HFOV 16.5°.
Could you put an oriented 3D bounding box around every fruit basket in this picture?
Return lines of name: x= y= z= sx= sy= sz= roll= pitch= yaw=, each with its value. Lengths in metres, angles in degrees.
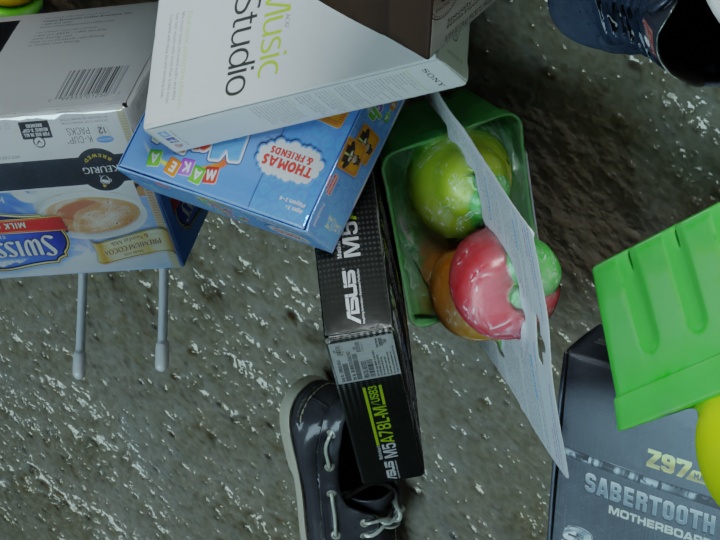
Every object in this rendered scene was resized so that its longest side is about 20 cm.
fruit basket: x=0.079 y=-0.008 z=1.430 sx=0.200 sy=0.093 sz=0.186 roll=-128 pitch=21 yaw=-50
fruit basket: x=0.231 y=0.054 z=1.314 sx=0.215 sy=0.155 sz=0.217 roll=32 pitch=134 yaw=40

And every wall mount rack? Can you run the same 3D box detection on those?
wall mount rack: x=-0.199 y=-0.013 z=1.821 sx=0.199 sy=0.075 sz=0.174 roll=-7 pitch=119 yaw=53

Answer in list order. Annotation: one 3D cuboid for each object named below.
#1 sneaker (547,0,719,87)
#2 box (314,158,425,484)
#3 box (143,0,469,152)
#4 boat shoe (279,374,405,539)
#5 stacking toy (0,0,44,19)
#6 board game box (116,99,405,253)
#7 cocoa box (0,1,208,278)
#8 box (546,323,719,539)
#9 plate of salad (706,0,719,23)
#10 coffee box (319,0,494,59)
sneaker: x=0.159 y=-0.131 z=1.274 sx=0.199 sy=0.084 sz=0.075 roll=2 pitch=126 yaw=49
box: x=0.000 y=0.000 z=1.481 sx=0.200 sy=0.047 sz=0.194 roll=77 pitch=-177 yaw=-61
box: x=-0.027 y=-0.154 z=1.373 sx=0.199 sy=0.145 sz=0.036 roll=-11 pitch=153 yaw=31
boat shoe: x=-0.003 y=0.170 z=1.786 sx=0.063 sy=0.073 sz=0.201 roll=14 pitch=129 yaw=45
stacking toy: x=-0.245 y=-0.197 z=1.696 sx=0.085 sy=0.085 sz=0.200 roll=39 pitch=139 yaw=13
board game box: x=-0.037 y=-0.123 z=1.416 sx=0.151 sy=0.201 sz=0.037 roll=19 pitch=168 yaw=37
cocoa box: x=-0.205 y=-0.084 z=1.640 sx=0.199 sy=0.134 sz=0.132 roll=-3 pitch=126 yaw=19
box: x=0.210 y=0.135 z=1.464 sx=0.199 sy=0.051 sz=0.159 roll=18 pitch=119 yaw=27
plate of salad: x=0.252 y=-0.162 z=1.142 sx=0.199 sy=0.048 sz=0.201 roll=8 pitch=126 yaw=11
coffee box: x=0.064 y=-0.209 z=1.198 sx=0.080 sy=0.200 sz=0.113 roll=31 pitch=143 yaw=23
